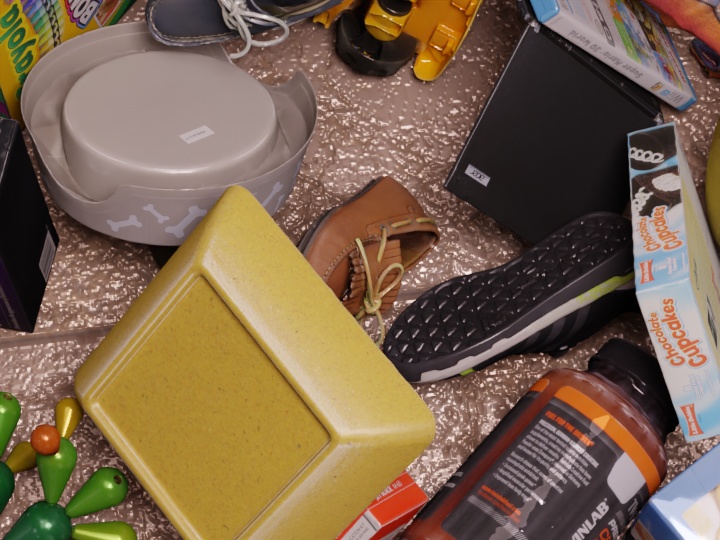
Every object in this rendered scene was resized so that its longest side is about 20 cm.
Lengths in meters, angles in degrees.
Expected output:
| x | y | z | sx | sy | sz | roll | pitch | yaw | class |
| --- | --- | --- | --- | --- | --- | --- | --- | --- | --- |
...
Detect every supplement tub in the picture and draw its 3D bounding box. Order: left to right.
| x | y | z | sx | sy | sz | roll | pitch | yaw | class |
| --- | --- | --- | --- | --- | --- | --- | --- | --- | --- |
| 0.125 | 0.137 | 1.246 | 0.107 | 0.107 | 0.200 | 40 | 74 | 12 | supplement tub |

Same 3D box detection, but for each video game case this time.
| x | y | z | sx | sy | sz | roll | pitch | yaw | class |
| --- | --- | --- | --- | --- | --- | --- | --- | --- | --- |
| 0.156 | -0.198 | 1.329 | 0.018 | 0.200 | 0.144 | -33 | 60 | 26 | video game case |

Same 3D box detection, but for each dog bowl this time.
| x | y | z | sx | sy | sz | roll | pitch | yaw | class |
| --- | --- | --- | --- | --- | --- | --- | --- | --- | --- |
| -0.129 | -0.092 | 1.308 | 0.199 | 0.059 | 0.200 | 3 | 40 | -3 | dog bowl |

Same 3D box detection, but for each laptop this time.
| x | y | z | sx | sy | sz | roll | pitch | yaw | class |
| --- | --- | --- | --- | --- | --- | --- | --- | --- | --- |
| 0.119 | -0.128 | 1.327 | 0.103 | 0.177 | 0.201 | -34 | 52 | 23 | laptop |

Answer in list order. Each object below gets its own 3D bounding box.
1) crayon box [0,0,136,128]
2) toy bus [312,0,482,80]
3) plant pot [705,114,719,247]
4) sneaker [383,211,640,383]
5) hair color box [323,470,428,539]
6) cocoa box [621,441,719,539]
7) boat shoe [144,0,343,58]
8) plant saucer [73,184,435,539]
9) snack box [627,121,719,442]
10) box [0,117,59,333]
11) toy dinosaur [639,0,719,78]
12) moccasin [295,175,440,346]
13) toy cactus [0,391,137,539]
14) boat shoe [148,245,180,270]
| x | y | z | sx | sy | sz | roll | pitch | yaw | class |
| --- | --- | --- | --- | --- | --- | --- | --- | --- | --- |
| -0.210 | -0.208 | 1.315 | 0.058 | 0.200 | 0.173 | 34 | 73 | 11 | crayon box |
| 0.009 | -0.259 | 1.386 | 0.199 | 0.136 | 0.192 | 28 | 51 | -2 | toy bus |
| 0.309 | -0.062 | 1.291 | 0.199 | 0.142 | 0.201 | 10 | 64 | -20 | plant pot |
| 0.114 | 0.038 | 1.294 | 0.199 | 0.083 | 0.072 | -25 | 41 | -6 | sneaker |
| -0.065 | 0.113 | 1.243 | 0.200 | 0.111 | 0.064 | 48 | 32 | 16 | hair color box |
| 0.285 | 0.152 | 1.231 | 0.200 | 0.131 | 0.133 | -36 | 74 | -14 | cocoa box |
| -0.062 | -0.189 | 1.283 | 0.199 | 0.075 | 0.062 | -13 | 30 | 23 | boat shoe |
| -0.081 | 0.085 | 1.182 | 0.200 | 0.048 | 0.200 | 50 | 120 | 13 | plant saucer |
| 0.205 | 0.003 | 1.241 | 0.037 | 0.117 | 0.200 | -15 | 29 | 15 | snack box |
| -0.282 | -0.035 | 1.249 | 0.140 | 0.200 | 0.079 | 12 | 70 | 4 | box |
| 0.203 | -0.193 | 1.344 | 0.200 | 0.105 | 0.182 | -37 | 106 | -31 | toy dinosaur |
| -0.001 | 0.001 | 1.267 | 0.078 | 0.201 | 0.074 | 34 | 113 | 8 | moccasin |
| -0.220 | 0.179 | 1.238 | 0.165 | 0.102 | 0.200 | -30 | 82 | -2 | toy cactus |
| -0.069 | 0.014 | 1.310 | 0.066 | 0.072 | 0.201 | -35 | 71 | -27 | boat shoe |
